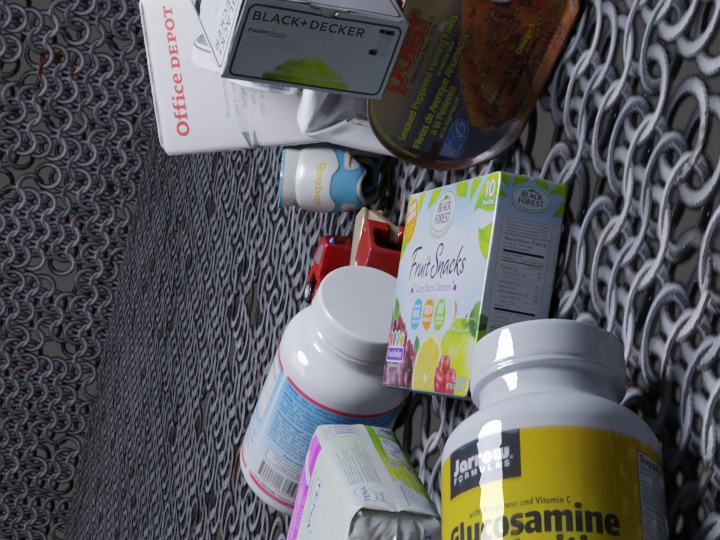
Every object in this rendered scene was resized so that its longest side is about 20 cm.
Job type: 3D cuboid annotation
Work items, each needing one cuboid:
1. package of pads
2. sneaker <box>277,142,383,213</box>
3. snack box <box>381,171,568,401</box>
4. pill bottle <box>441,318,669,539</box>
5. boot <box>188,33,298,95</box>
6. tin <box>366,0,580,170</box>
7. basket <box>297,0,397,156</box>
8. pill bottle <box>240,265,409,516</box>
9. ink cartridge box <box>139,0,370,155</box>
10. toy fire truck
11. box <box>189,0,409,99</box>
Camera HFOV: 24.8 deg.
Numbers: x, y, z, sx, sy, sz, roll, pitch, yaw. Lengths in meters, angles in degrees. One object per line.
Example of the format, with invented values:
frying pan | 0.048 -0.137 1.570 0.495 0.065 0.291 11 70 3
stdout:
package of pads | -0.010 0.216 1.053 0.155 0.068 0.201 -126 47 -71
sneaker | -0.019 -0.090 1.482 0.200 0.080 0.077 -59 -26 -72
snack box | 0.072 0.015 1.093 0.200 0.053 0.143 171 109 -75
pill bottle | 0.095 0.131 0.803 0.112 0.112 0.201 122 154 -56
boot | -0.081 -0.194 1.277 0.200 0.072 0.091 -147 67 -66
tin | 0.071 -0.151 1.085 0.042 0.112 0.200 -94 21 -44
basket | 0.032 -0.199 1.228 0.123 0.135 0.201 -108 31 -65
pill bottle | -0.020 0.095 1.285 0.109 0.108 0.200 -96 21 -46
ink cartridge box | -0.076 -0.185 1.413 0.083 0.199 0.147 -55 -40 -72
toy fire truck | 0.000 0.000 1.390 0.200 0.049 0.142 -108 31 -63
box | -0.056 -0.197 1.092 0.200 0.116 0.060 -117 39 -48
